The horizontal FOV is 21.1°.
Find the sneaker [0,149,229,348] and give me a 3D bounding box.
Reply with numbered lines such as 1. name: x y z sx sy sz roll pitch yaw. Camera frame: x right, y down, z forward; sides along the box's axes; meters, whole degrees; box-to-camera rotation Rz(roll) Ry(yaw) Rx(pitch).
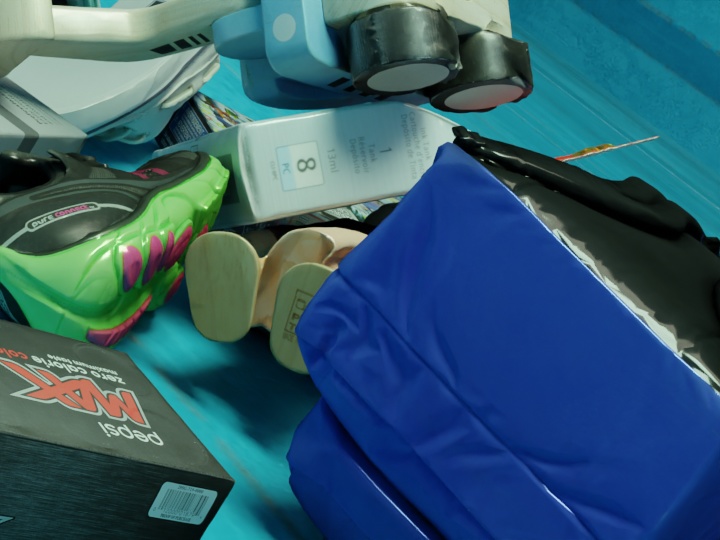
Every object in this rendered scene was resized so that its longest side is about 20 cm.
1. sneaker: -0.107 -0.023 0.772 0.083 0.077 0.200 31 9 1

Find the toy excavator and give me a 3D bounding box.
1. toy excavator: -0.049 -0.112 0.854 0.194 0.199 0.101 8 70 -56

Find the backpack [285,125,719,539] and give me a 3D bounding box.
1. backpack: 0.076 0.047 0.725 0.163 0.168 0.200 50 21 18

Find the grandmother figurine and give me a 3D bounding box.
1. grandmother figurine: 0.000 0.000 0.836 0.121 0.061 0.200 28 15 12

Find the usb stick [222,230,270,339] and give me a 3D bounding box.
1. usb stick: 0.008 0.045 0.893 0.199 0.033 0.055 34 6 3

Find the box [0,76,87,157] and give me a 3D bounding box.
1. box: -0.223 -0.083 0.797 0.156 0.041 0.200 35 14 14

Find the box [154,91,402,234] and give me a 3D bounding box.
1. box: -0.013 -0.026 1.092 0.199 0.040 0.137 26 15 -29

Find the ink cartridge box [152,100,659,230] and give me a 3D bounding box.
1. ink cartridge box: 0.016 -0.057 0.911 0.199 0.048 0.160 -12 2 -20

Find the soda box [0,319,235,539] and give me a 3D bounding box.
1. soda box: -0.130 0.044 0.487 0.199 0.064 0.071 20 18 -47

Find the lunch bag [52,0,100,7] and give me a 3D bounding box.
1. lunch bag: -0.231 -0.208 1.073 0.200 0.122 0.170 36 7 -31

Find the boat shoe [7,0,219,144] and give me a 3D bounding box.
1. boat shoe: -0.125 -0.100 1.025 0.071 0.066 0.200 13 31 13
